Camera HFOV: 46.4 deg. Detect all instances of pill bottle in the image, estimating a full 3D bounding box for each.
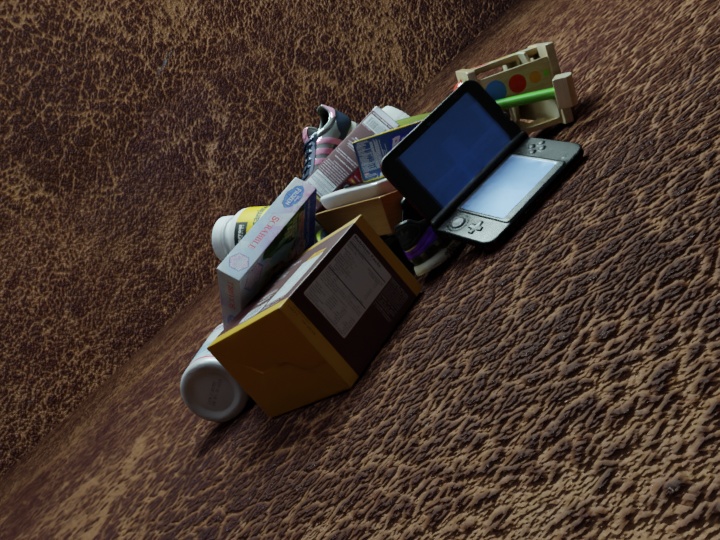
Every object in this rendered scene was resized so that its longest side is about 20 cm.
[{"bbox_3d":[-0.161,-0.058,1.495,0.199,0.113,0.113,-1,31,28],"label":"pill bottle"},{"bbox_3d":[-0.208,0.148,1.354,0.109,0.109,0.200,-37,12,20],"label":"pill bottle"}]

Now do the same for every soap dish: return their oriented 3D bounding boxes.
[{"bbox_3d":[0.052,-0.106,1.285,0.199,0.082,0.157,-24,9,-40],"label":"soap dish"}]

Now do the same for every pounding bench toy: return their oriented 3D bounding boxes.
[{"bbox_3d":[0.234,-0.266,1.297,0.155,0.125,0.200,-18,13,3],"label":"pounding bench toy"}]

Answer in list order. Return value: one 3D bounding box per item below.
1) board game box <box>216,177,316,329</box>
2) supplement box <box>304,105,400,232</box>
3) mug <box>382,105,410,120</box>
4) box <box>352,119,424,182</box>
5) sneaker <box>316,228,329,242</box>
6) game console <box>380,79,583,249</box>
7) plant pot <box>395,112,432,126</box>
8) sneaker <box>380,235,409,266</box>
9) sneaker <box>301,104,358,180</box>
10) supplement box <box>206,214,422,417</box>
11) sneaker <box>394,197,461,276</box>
[{"bbox_3d":[-0.135,-0.004,1.252,0.200,0.041,0.201,-54,-17,-32],"label":"board game box"},{"bbox_3d":[-0.009,-0.157,1.364,0.200,0.061,0.109,-46,-26,1],"label":"supplement box"},{"bbox_3d":[0.080,-0.234,1.676,0.148,0.176,0.200,-41,11,-1],"label":"mug"},{"bbox_3d":[0.093,-0.192,1.256,0.199,0.065,0.070,-15,8,9],"label":"box"},{"bbox_3d":[-0.005,-0.060,1.469,0.081,0.074,0.200,-24,0,34],"label":"sneaker"},{"bbox_3d":[0.160,-0.146,1.105,0.200,0.119,0.172,-45,33,-17],"label":"game console"},{"bbox_3d":[0.116,-0.202,1.489,0.199,0.188,0.187,-26,15,14],"label":"plant pot"},{"bbox_3d":[0.000,0.000,1.314,0.199,0.076,0.079,-31,20,0],"label":"sneaker"},{"bbox_3d":[-0.078,-0.198,1.443,0.070,0.082,0.201,-31,29,54],"label":"sneaker"},{"bbox_3d":[-0.060,0.063,1.120,0.197,0.133,0.200,-29,16,49],"label":"supplement box"},{"bbox_3d":[0.109,-0.084,1.192,0.069,0.100,0.200,-31,12,41],"label":"sneaker"}]
